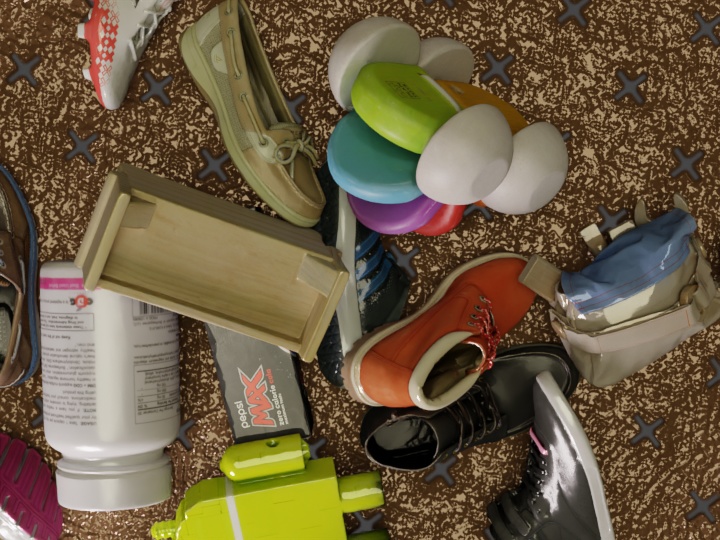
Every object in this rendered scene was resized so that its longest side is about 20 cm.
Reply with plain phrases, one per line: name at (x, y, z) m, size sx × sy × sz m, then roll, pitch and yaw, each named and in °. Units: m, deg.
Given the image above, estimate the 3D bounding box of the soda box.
soda box at (-0.095, 0.049, 1.065) m, size 0.070 × 0.063 × 0.201 m, roll -14°, pitch 93°, yaw 1°

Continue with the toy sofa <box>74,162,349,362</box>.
toy sofa at (-0.116, -0.007, 0.982) m, size 0.199 × 0.098 × 0.083 m, roll 19°, pitch 103°, yaw -20°

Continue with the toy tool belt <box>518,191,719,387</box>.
toy tool belt at (0.240, -0.004, 1.034) m, size 0.199 × 0.125 × 0.123 m, roll -33°, pitch 100°, yaw 1°

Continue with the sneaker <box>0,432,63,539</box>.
sneaker at (-0.345, 0.177, 1.068) m, size 0.200 × 0.081 × 0.088 m, roll 42°, pitch 115°, yaw -9°

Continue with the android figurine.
android figurine at (-0.074, 0.224, 1.053) m, size 0.199 × 0.041 × 0.183 m, roll -11°, pitch 116°, yaw -1°

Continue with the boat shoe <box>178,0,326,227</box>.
boat shoe at (-0.079, -0.131, 1.039) m, size 0.063 × 0.073 × 0.201 m, roll -33°, pitch 77°, yaw 24°

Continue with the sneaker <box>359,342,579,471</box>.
sneaker at (0.096, 0.122, 1.045) m, size 0.199 × 0.106 × 0.075 m, roll -22°, pitch 92°, yaw 1°

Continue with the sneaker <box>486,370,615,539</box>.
sneaker at (0.148, 0.181, 1.042) m, size 0.099 × 0.071 × 0.201 m, roll -18°, pitch 117°, yaw 1°

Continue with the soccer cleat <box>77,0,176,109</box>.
soccer cleat at (-0.183, -0.234, 1.053) m, size 0.085 × 0.069 × 0.201 m, roll 8°, pitch 88°, yaw 4°

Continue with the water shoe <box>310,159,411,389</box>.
water shoe at (0.000, 0.000, 1.071) m, size 0.078 × 0.071 × 0.201 m, roll -1°, pitch 89°, yaw -29°

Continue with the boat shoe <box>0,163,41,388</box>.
boat shoe at (-0.312, 0.000, 1.058) m, size 0.072 × 0.072 × 0.201 m, roll -12°, pitch 92°, yaw 0°

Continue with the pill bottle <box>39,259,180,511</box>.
pill bottle at (-0.208, 0.091, 1.041) m, size 0.113 × 0.113 × 0.201 m, roll -1°, pitch 92°, yaw 0°

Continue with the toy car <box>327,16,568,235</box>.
toy car at (0.051, -0.097, 1.001) m, size 0.175 × 0.199 × 0.150 m, roll 48°, pitch 115°, yaw 28°

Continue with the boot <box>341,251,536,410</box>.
boot at (0.090, 0.051, 1.020) m, size 0.200 × 0.107 × 0.075 m, roll -35°, pitch 109°, yaw -26°
